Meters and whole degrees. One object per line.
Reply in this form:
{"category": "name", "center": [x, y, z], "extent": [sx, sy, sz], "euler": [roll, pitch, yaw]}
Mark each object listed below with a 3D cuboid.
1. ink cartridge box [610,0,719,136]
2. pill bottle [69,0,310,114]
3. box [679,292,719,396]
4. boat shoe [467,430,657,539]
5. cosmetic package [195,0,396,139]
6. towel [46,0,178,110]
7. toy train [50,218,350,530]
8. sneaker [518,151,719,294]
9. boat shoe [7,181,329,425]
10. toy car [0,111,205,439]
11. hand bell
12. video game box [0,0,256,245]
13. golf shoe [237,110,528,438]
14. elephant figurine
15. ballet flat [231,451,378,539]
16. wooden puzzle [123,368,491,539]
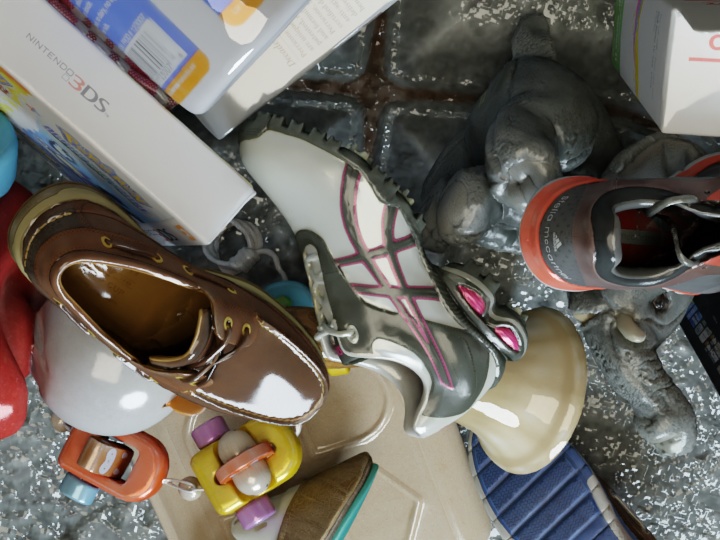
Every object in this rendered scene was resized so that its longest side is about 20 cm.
{"category": "ink cartridge box", "center": [0.208, -0.117, 0.825], "extent": [0.116, 0.200, 0.068], "euler": [2, 110, -1]}
{"category": "pill bottle", "center": [-0.114, -0.182, 0.750], "extent": [0.200, 0.112, 0.112], "euler": [44, 104, -7]}
{"category": "box", "center": [0.262, 0.010, 0.872], "extent": [0.043, 0.200, 0.160], "euler": [32, 107, -13]}
{"category": "boat shoe", "center": [0.144, 0.171, 0.993], "extent": [0.072, 0.072, 0.200], "euler": [-40, 80, 11]}
{"category": "cosmetic package", "center": [-0.021, -0.168, 0.858], "extent": [0.200, 0.102, 0.074], "euler": [-38, 104, 14]}
{"category": "towel", "center": [-0.182, -0.155, 0.843], "extent": [0.200, 0.146, 0.030], "euler": [42, 80, -14]}
{"category": "toy train", "center": [-0.095, 0.071, 0.922], "extent": [0.150, 0.056, 0.201], "euler": [32, 88, 8]}
{"category": "sneaker", "center": [0.182, -0.018, 0.805], "extent": [0.199, 0.082, 0.078], "euler": [-10, 99, -29]}
{"category": "boat shoe", "center": [-0.091, 0.032, 0.789], "extent": [0.200, 0.068, 0.072], "euler": [35, 99, -33]}
{"category": "toy car", "center": [-0.165, 0.028, 0.879], "extent": [0.199, 0.177, 0.185], "euler": [7, 136, -10]}
{"category": "hand bell", "center": [0.024, 0.050, 0.898], "extent": [0.199, 0.104, 0.104], "euler": [16, 111, -31]}
{"category": "video game box", "center": [-0.162, -0.091, 0.843], "extent": [0.200, 0.182, 0.047], "euler": [42, 77, -14]}
{"category": "golf shoe", "center": [0.000, 0.000, 0.829], "extent": [0.200, 0.077, 0.088], "euler": [44, 74, -7]}
{"category": "elephant figurine", "center": [0.141, -0.021, 0.893], "extent": [0.199, 0.142, 0.155], "euler": [31, 110, -11]}
{"category": "ballet flat", "center": [-0.056, 0.192, 0.968], "extent": [0.072, 0.068, 0.201], "euler": [25, 110, 7]}
{"category": "wooden puzzle", "center": [-0.034, 0.124, 0.997], "extent": [0.199, 0.046, 0.186], "euler": [-20, 109, 2]}
